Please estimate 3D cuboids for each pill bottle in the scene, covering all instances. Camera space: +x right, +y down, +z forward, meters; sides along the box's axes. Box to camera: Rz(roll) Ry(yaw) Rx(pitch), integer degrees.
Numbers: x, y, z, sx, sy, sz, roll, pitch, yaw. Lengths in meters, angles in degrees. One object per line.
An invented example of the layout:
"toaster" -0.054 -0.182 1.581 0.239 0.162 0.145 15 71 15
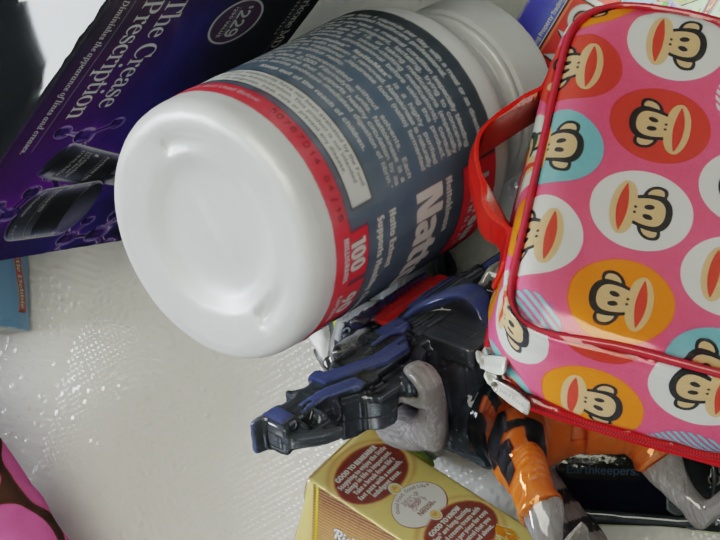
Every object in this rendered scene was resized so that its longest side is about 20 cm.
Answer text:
"pill bottle" -0.003 -0.051 1.234 0.119 0.200 0.120 21 124 33

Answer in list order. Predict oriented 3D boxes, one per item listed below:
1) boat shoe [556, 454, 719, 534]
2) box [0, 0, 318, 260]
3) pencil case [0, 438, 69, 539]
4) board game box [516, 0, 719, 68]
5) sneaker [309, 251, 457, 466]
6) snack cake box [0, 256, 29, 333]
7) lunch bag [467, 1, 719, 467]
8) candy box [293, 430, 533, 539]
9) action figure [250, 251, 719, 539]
"boat shoe" 0.157 0.086 1.258 0.198 0.062 0.075 -4 82 18
"box" -0.124 -0.095 1.273 0.079 0.141 0.200 55 131 19
"pencil case" -0.205 0.122 1.340 0.091 0.094 0.200 -36 95 18
"board game box" 0.158 -0.129 1.295 0.134 0.029 0.201 33 97 19
"sneaker" 0.000 0.000 1.327 0.081 0.074 0.201 -36 80 3
"snack cake box" -0.237 -0.065 1.413 0.114 0.067 0.202 -6 83 20
"lunch bag" 0.130 -0.022 1.182 0.175 0.082 0.201 14 54 6
"candy box" 0.058 0.173 1.261 0.199 0.055 0.116 32 133 20
"action figure" 0.044 0.075 1.207 0.193 0.199 0.105 38 139 36
